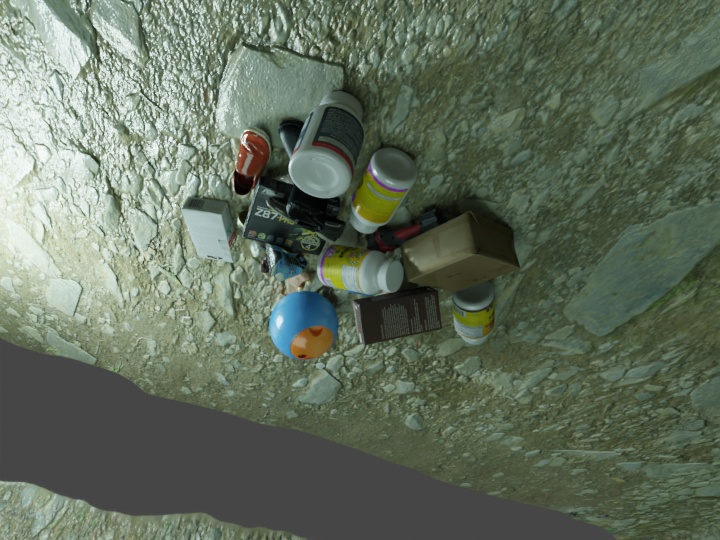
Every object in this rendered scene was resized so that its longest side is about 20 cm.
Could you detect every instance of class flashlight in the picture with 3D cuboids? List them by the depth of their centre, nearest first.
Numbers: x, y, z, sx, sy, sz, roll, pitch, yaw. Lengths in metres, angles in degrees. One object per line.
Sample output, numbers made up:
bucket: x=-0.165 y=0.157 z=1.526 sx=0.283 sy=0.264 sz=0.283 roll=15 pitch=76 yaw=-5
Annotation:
flashlight: x=0.106 y=-0.094 z=1.386 sx=0.200 sy=0.068 sz=0.068 roll=-23 pitch=155 yaw=34

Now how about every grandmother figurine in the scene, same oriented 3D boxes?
grandmother figurine: x=-0.225 y=-0.019 z=1.599 sx=0.121 sy=0.061 sz=0.200 roll=-40 pitch=118 yaw=15

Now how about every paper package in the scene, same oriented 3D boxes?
paper package: x=0.231 y=-0.035 z=1.336 sx=0.190 sy=0.104 sz=0.200 roll=13 pitch=152 yaw=-42

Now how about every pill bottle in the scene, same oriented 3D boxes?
pill bottle: x=-0.056 y=-0.249 z=1.119 sx=0.119 sy=0.201 sz=0.120 roll=9 pitch=143 yaw=7
pill bottle: x=0.041 y=-0.167 z=1.273 sx=0.104 sy=0.105 sz=0.200 roll=21 pitch=142 yaw=-9
pill bottle: x=0.000 y=0.000 z=1.385 sx=0.199 sy=0.104 sz=0.104 roll=10 pitch=147 yaw=36
pill bottle: x=0.301 y=0.111 z=1.541 sx=0.109 sy=0.110 sz=0.200 roll=3 pitch=142 yaw=15

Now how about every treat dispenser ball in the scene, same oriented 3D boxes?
treat dispenser ball: x=-0.163 y=0.159 z=1.685 sx=0.200 sy=0.201 sz=0.201 roll=9 pitch=143 yaw=7

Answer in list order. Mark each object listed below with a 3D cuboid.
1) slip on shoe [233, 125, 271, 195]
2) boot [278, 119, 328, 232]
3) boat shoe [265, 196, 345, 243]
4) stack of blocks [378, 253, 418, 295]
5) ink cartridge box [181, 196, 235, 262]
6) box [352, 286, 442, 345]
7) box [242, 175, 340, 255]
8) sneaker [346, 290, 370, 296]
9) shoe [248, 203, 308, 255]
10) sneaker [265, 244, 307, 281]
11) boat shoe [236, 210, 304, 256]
slip on shoe: x=-0.250 y=-0.243 z=1.311 sx=0.074 sy=0.061 sz=0.200 roll=23 pitch=141 yaw=-8
boot: x=-0.122 y=-0.197 z=1.236 sx=0.076 sy=0.169 sz=0.200 roll=-11 pitch=136 yaw=28
boat shoe: x=-0.121 y=-0.129 z=1.320 sx=0.200 sy=0.067 sz=0.057 roll=28 pitch=107 yaw=-33
stack of blocks: x=0.085 y=0.058 z=1.476 sx=0.058 sy=0.201 sz=0.115 roll=28 pitch=180 yaw=-15
ink cartridge box: x=-0.396 y=-0.106 z=1.547 sx=0.109 sy=0.050 sz=0.200 roll=9 pitch=144 yaw=6
box: x=0.088 y=0.106 z=1.387 sx=0.199 sy=0.101 sz=0.075 roll=-10 pitch=-171 yaw=-14
box: x=-0.166 y=-0.127 z=1.387 sx=0.199 sy=0.049 sz=0.161 roll=14 pitch=128 yaw=-18
sneaker: x=0.038 y=0.040 z=1.555 sx=0.199 sy=0.066 sz=0.078 roll=7 pitch=173 yaw=12
shoe: x=-0.201 y=-0.113 z=1.465 sx=0.070 sy=0.053 sz=0.200 roll=-35 pitch=124 yaw=24
sneaker: x=-0.181 y=-0.027 z=1.440 sx=0.090 sy=0.079 sz=0.200 roll=-11 pitch=172 yaw=1
boat shoe: x=-0.239 y=-0.079 z=1.506 sx=0.200 sy=0.072 sz=0.066 roll=30 pitch=136 yaw=-23
